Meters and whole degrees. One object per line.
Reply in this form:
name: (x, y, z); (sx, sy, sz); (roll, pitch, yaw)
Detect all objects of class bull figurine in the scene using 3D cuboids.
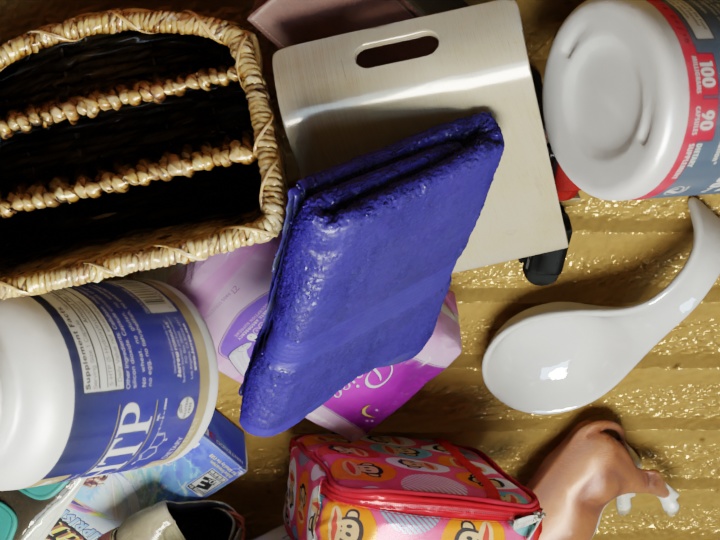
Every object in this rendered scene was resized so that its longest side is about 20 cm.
bull figurine: (0.140, 0.197, 1.477); (0.121, 0.065, 0.200); (29, 110, -35)

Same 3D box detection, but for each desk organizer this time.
desk organizer: (0.024, -0.134, 1.199); (0.077, 0.072, 0.200); (-35, 125, 23)

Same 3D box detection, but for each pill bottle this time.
pill bottle: (-0.191, 0.068, 1.186); (0.200, 0.120, 0.120); (-4, 141, -52)
pill bottle: (0.220, -0.106, 1.191); (0.199, 0.120, 0.120); (-6, 134, -33)

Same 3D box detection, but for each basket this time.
basket: (-0.147, -0.076, 1.146); (0.199, 0.149, 0.144); (-11, 100, 2)

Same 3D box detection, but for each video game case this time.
video game case: (-0.210, 0.122, 1.393); (0.181, 0.046, 0.200); (-33, 126, 20)

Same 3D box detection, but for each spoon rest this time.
spoon rest: (0.169, 0.034, 1.363); (0.099, 0.061, 0.200); (35, 116, -30)

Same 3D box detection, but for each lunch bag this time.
lunch bag: (0.043, 0.167, 1.367); (0.175, 0.200, 0.082); (7, 96, -12)

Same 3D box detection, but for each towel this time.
towel: (0.000, 0.000, 1.144); (0.147, 0.050, 0.200); (-28, 154, -34)

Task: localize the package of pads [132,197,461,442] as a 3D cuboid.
package of pads: (-0.043, 0.025, 1.317); (0.200, 0.076, 0.120); (31, 123, -28)

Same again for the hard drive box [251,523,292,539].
hard drive box: (-0.021, 0.238, 1.373); (0.155, 0.200, 0.077); (6, 98, 22)

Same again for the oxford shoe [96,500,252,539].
oxford shoe: (-0.100, 0.207, 1.430); (0.075, 0.071, 0.200); (-41, 152, 18)

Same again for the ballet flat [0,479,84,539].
ballet flat: (-0.222, 0.151, 1.333); (0.069, 0.069, 0.201); (32, 92, -29)

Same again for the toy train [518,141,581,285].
toy train: (0.130, -0.071, 1.280); (0.034, 0.046, 0.201); (1, 129, -9)

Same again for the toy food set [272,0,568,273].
toy food set: (0.040, -0.069, 1.182); (0.143, 0.061, 0.200); (-12, 141, 7)
